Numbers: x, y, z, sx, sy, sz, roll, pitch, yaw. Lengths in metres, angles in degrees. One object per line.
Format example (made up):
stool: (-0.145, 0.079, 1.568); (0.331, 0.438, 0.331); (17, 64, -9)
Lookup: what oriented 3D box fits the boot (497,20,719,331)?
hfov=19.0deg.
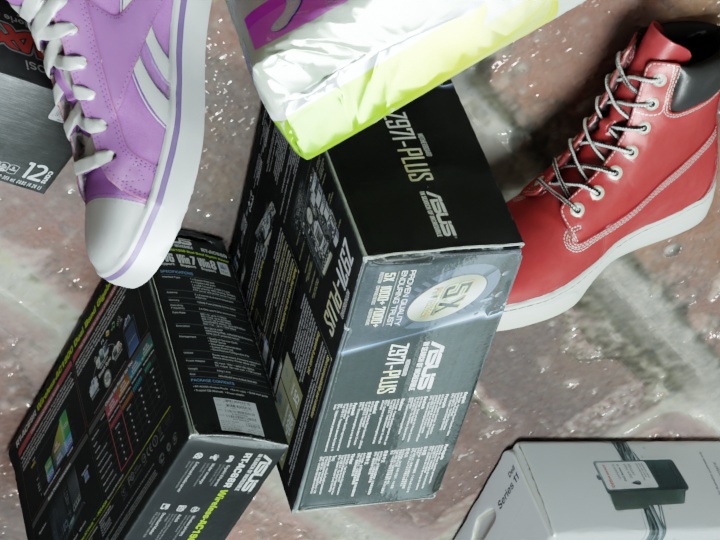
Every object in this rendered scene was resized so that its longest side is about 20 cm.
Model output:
boot: (0.119, -0.059, 1.164); (0.200, 0.072, 0.145); (-30, 145, -26)

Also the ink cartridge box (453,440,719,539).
ink cartridge box: (0.177, 0.193, 1.489); (0.199, 0.083, 0.147); (2, 135, -24)

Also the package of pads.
package of pads: (0.031, -0.156, 0.974); (0.200, 0.155, 0.068); (-29, 127, 6)

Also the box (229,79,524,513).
box: (0.000, 0.000, 1.129); (0.086, 0.164, 0.200); (-4, 137, -19)

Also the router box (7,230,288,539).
router box: (-0.123, 0.099, 1.197); (0.062, 0.150, 0.200); (9, 133, -31)

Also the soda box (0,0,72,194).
soda box: (-0.219, -0.103, 0.987); (0.200, 0.071, 0.063); (17, 129, -37)

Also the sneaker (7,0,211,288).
sneaker: (-0.129, -0.097, 0.965); (0.114, 0.201, 0.073); (10, 167, -29)
